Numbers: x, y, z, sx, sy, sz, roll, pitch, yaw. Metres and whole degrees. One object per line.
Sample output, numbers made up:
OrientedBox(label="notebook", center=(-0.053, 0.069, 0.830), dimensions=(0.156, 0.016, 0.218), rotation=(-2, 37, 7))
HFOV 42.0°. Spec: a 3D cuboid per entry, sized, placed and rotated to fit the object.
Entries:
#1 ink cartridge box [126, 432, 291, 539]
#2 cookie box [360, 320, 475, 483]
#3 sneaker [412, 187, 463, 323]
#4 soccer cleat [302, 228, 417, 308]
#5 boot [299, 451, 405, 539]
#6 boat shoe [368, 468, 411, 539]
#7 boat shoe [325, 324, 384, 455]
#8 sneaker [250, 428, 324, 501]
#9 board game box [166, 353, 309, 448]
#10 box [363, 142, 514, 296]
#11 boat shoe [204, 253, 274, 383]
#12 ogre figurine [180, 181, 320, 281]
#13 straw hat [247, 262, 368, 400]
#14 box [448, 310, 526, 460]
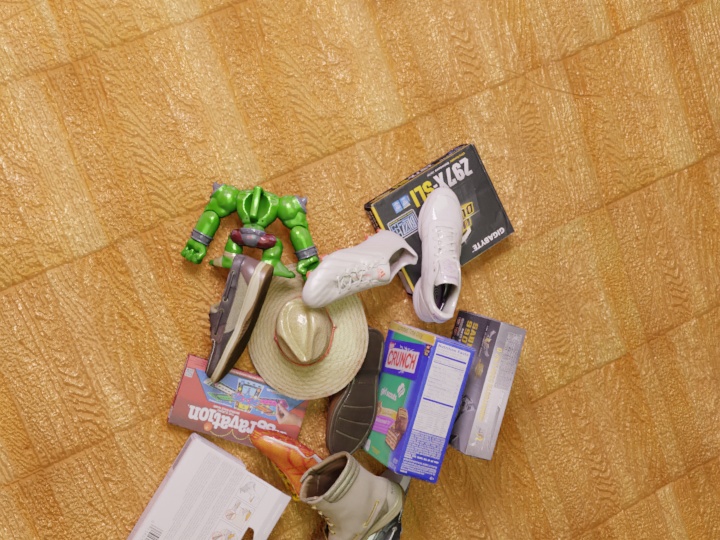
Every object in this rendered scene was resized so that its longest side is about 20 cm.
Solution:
OrientedBox(label="ink cartridge box", center=(-0.227, 0.372, 1.383), dimensions=(0.175, 0.045, 0.202), rotation=(34, 84, -16))
OrientedBox(label="cookie box", center=(0.078, 0.191, 1.405), dimensions=(0.074, 0.171, 0.204), rotation=(18, 88, -21))
OrientedBox(label="sneaker", center=(0.128, -0.021, 1.394), dimensions=(0.073, 0.099, 0.205), rotation=(3, 93, -16))
OrientedBox(label="soccer cleat", center=(0.000, 0.000, 1.342), dimensions=(0.198, 0.077, 0.070), rotation=(-32, 139, -37))
OrientedBox(label="boot", center=(-0.046, 0.361, 1.374), dimensions=(0.200, 0.072, 0.154), rotation=(-45, 131, 7))
OrientedBox(label="boat shoe", center=(0.033, 0.399, 1.456), dimensions=(0.067, 0.071, 0.203), rotation=(33, 80, -23))
OrientedBox(label="boat shoe", center=(-0.013, 0.182, 1.430), dimensions=(0.071, 0.068, 0.204), rotation=(19, 86, -27))
OrientedBox(label="sneaker", center=(-0.091, 0.299, 1.390), dimensions=(0.199, 0.073, 0.078), rotation=(41, 78, -30))
OrientedBox(label="board game box", center=(-0.179, 0.204, 1.400), dimensions=(0.196, 0.019, 0.105), rotation=(19, 89, -18))
OrientedBox(label="box", center=(0.124, -0.081, 1.465), dimensions=(0.198, 0.049, 0.162), rotation=(-31, 101, -13))
OrientedBox(label="boat shoe", center=(-0.183, 0.066, 1.330), dimensions=(0.064, 0.073, 0.203), rotation=(29, 111, 7))
OrientedBox(label="ogre figurine", center=(-0.149, -0.057, 1.346), dimensions=(0.196, 0.098, 0.123), rotation=(9, 90, 19))
OrientedBox(label="straw hat", center=(-0.084, 0.086, 1.354), dimensions=(0.196, 0.085, 0.206), rotation=(0, 86, 5))
OrientedBox(label="box", center=(0.175, 0.172, 1.441), dimensions=(0.047, 0.158, 0.204), rotation=(16, 90, -18))
